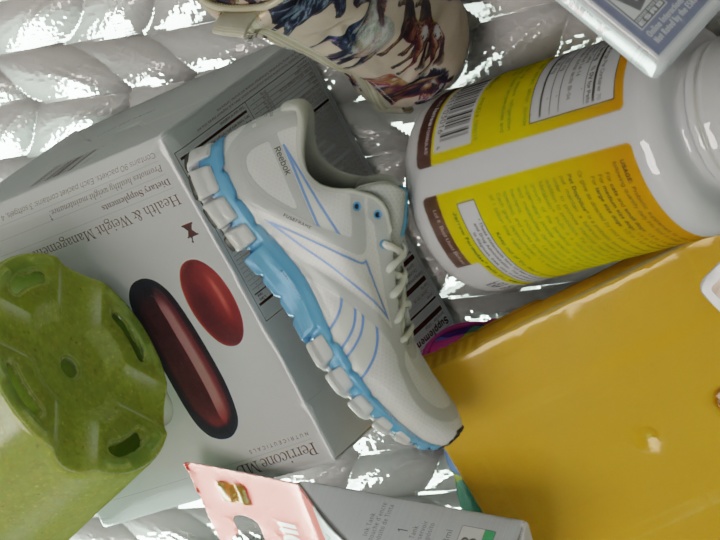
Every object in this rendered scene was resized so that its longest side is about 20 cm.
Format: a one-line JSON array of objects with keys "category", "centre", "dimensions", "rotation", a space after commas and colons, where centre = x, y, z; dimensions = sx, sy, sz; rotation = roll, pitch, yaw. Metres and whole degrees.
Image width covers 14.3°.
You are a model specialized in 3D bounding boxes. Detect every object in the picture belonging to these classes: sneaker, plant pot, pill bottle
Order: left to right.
[{"category": "plant pot", "centre": [-0.207, 0.089, 1.525], "dimensions": [0.184, 0.200, 0.200], "rotation": [-34, 96, 32]}, {"category": "sneaker", "centre": [0.000, 0.000, 1.459], "dimensions": [0.087, 0.075, 0.200], "rotation": [-36, 96, 12]}, {"category": "pill bottle", "centre": [0.128, -0.060, 1.444], "dimensions": [0.200, 0.109, 0.109], "rotation": [-15, 108, 39]}]

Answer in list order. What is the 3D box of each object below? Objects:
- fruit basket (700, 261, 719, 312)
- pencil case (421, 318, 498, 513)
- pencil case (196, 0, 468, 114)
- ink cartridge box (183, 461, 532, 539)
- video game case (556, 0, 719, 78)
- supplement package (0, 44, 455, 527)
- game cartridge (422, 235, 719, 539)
[{"category": "fruit basket", "centre": [0.288, 0.019, 1.359], "dimensions": [0.185, 0.094, 0.200], "rotation": [-44, 73, 19]}, {"category": "pencil case", "centre": [0.094, 0.122, 1.594], "dimensions": [0.088, 0.088, 0.200], "rotation": [0, 117, 34]}, {"category": "pencil case", "centre": [-0.015, -0.137, 1.440], "dimensions": [0.078, 0.200, 0.090], "rotation": [22, 89, 29]}, {"category": "ink cartridge box", "centre": [0.006, 0.179, 1.554], "dimensions": [0.200, 0.050, 0.161], "rotation": [7, 144, 20]}, {"category": "video game case", "centre": [0.125, -0.211, 1.303], "dimensions": [0.182, 0.200, 0.023], "rotation": [40, 158, 7]}, {"category": "supplement package", "centre": [-0.090, 0.009, 1.605], "dimensions": [0.191, 0.147, 0.200], "rotation": [-20, 104, 40]}, {"category": "game cartridge", "centre": [0.151, 0.082, 1.510], "dimensions": [0.200, 0.032, 0.176], "rotation": [-25, 107, 18]}]
